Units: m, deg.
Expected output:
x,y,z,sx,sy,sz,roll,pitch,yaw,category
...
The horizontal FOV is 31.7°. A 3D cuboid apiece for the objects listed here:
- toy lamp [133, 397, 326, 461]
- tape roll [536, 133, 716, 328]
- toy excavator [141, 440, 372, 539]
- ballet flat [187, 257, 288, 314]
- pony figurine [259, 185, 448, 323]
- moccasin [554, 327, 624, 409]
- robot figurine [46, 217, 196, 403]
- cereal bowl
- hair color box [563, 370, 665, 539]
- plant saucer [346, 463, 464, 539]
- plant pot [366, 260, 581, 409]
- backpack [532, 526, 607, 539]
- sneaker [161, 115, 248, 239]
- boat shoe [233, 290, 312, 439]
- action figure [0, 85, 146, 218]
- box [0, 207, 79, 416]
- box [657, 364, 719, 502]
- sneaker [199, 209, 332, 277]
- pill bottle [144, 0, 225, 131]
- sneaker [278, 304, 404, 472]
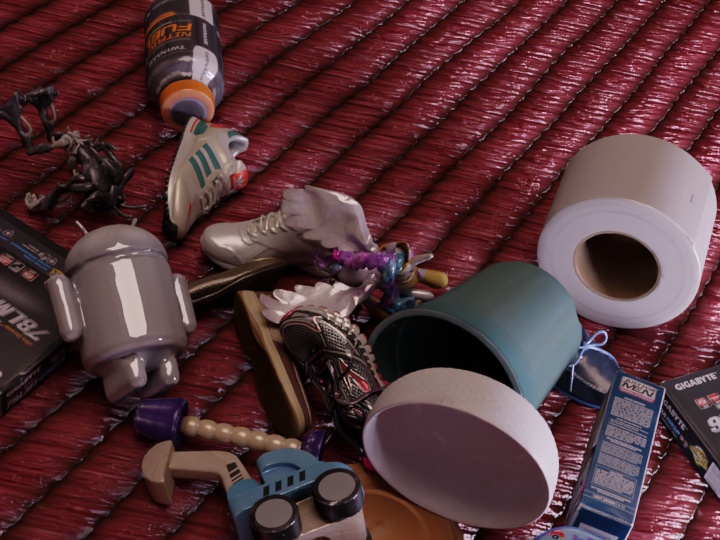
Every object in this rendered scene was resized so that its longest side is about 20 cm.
x,y,z,sx,sy,sz,roll,pitch,yaw,category
-0.138,0.173,1.322,0.199,0.058,0.058,12,44,6,toy lamp
0.330,-0.048,1.568,0.202,0.203,0.139,22,45,7,tape roll
-0.103,0.222,1.250,0.193,0.100,0.200,-20,37,-12,toy excavator
-0.175,0.022,1.464,0.199,0.068,0.046,-23,64,-25,ballet flat
0.000,0.000,1.437,0.192,0.200,0.168,4,77,13,pony figurine
0.237,0.091,1.501,0.199,0.068,0.080,33,47,17,moccasin
-0.251,0.037,1.347,0.169,0.113,0.201,3,65,-45,robot figurine
0.106,0.164,1.252,0.199,0.201,0.084,23,53,8,cereal bowl
0.270,0.216,1.366,0.060,0.100,0.200,21,45,8,hair color box
0.012,0.279,1.285,0.199,0.032,0.201,7,46,-8,plant saucer
0.137,0.094,1.399,0.200,0.201,0.196,34,39,18,plant pot
0.212,0.333,1.215,0.182,0.135,0.200,23,42,7,backpack
-0.190,-0.115,1.586,0.093,0.071,0.201,11,44,-3,sneaker
-0.082,0.098,1.411,0.072,0.072,0.201,-7,45,-23,boat shoe
-0.354,-0.128,1.540,0.200,0.102,0.119,49,40,-4,action figure
-0.399,0.038,1.399,0.199,0.050,0.198,32,46,16,box
0.464,0.180,1.491,0.199,0.046,0.159,-12,51,-24,box
-0.093,-0.050,1.528,0.199,0.100,0.078,0,46,-15,sneaker
-0.237,-0.277,1.707,0.105,0.107,0.201,1,46,-14,pill bottle
-0.015,0.121,1.343,0.200,0.081,0.075,48,39,5,sneaker
